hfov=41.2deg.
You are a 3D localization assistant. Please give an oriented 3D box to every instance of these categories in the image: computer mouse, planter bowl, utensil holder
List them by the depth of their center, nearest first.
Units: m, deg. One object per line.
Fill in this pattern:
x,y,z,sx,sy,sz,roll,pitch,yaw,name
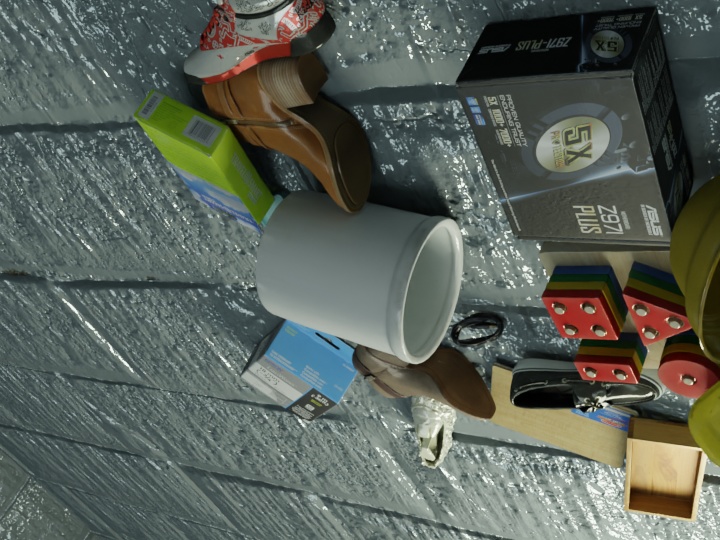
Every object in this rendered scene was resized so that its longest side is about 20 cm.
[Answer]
0.334,-0.025,0.845,0.083,0.200,0.202,39,162,44,planter bowl
0.000,0.000,1.131,0.198,0.171,0.171,16,146,26,utensil holder
0.095,0.071,1.264,0.197,0.059,0.034,6,164,26,computer mouse

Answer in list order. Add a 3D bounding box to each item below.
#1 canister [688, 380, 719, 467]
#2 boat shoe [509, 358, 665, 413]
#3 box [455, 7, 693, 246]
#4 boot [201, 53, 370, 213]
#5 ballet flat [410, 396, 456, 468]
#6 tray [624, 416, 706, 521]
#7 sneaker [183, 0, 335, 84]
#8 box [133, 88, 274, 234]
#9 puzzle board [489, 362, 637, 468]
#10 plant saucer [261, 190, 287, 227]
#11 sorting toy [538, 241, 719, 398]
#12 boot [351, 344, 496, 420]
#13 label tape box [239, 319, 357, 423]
0.399,0.135,0.937,0.087,0.148,0.199,56,-165,23,canister
0.282,0.151,1.203,0.198,0.057,0.069,-1,136,32,boat shoe
0.199,-0.123,0.871,0.162,0.087,0.201,4,140,34,box
-0.084,-0.148,1.072,0.154,0.077,0.201,-1,134,38,boot
0.111,0.242,1.468,0.071,0.072,0.201,15,144,22,ballet flat
0.406,0.268,1.282,0.097,0.037,0.201,5,142,18,tray
-0.127,-0.260,0.965,0.199,0.068,0.108,-6,133,38,sneaker
-0.181,-0.127,1.158,0.121,0.048,0.200,28,165,22,box
0.275,0.199,1.323,0.198,0.018,0.152,18,145,18,puzzle board
-0.076,-0.032,1.284,0.069,0.019,0.201,-2,137,40,plant saucer
0.311,0.060,1.051,0.197,0.070,0.201,0,137,38,sorting toy
0.082,0.155,1.366,0.200,0.070,0.146,45,144,-6,boot
-0.093,0.157,1.515,0.143,0.064,0.200,34,148,-8,label tape box
